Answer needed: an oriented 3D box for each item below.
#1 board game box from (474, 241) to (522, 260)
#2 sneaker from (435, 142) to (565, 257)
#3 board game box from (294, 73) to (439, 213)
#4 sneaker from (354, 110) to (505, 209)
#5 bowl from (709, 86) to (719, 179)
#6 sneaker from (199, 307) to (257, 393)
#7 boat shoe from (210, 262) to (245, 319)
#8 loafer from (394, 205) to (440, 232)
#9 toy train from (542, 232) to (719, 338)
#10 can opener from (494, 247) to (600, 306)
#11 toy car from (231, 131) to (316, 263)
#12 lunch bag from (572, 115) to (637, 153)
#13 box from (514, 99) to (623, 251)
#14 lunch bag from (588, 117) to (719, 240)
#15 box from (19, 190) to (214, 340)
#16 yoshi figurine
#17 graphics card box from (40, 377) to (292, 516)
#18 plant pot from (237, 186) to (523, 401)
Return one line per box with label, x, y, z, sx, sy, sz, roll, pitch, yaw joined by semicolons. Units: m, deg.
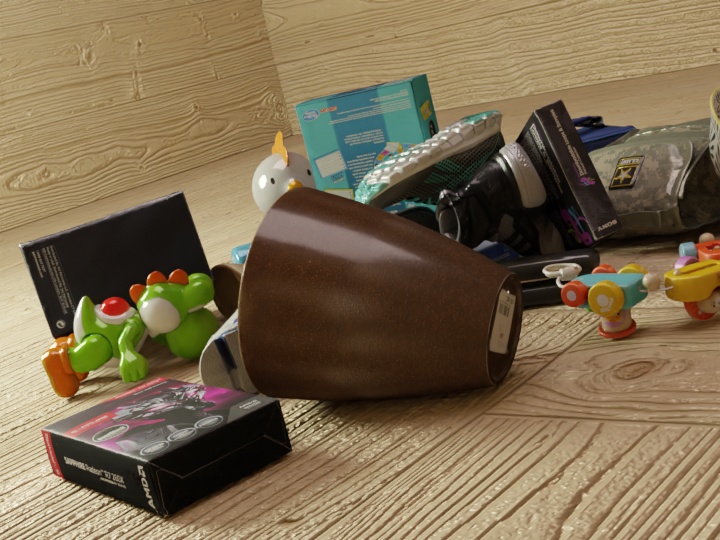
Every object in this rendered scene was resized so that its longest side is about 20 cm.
board game box;0.083;-0.009;1.359;0.199;0.044;0.199;-21;15;-30
sneaker;0.143;-0.045;1.190;0.113;0.200;0.076;-25;51;4
board game box;0.023;-0.109;1.296;0.150;0.201;0.047;-7;15;28
sneaker;0.086;-0.095;1.200;0.200;0.092;0.078;-29;13;-23
bowl;0.450;-0.109;1.214;0.200;0.094;0.201;10;37;-8
sneaker;-0.073;0.057;1.138;0.199;0.081;0.115;-18;14;-11
boat shoe;-0.115;0.025;1.377;0.069;0.074;0.200;-12;14;-34
loafer;0.000;0.000;1.226;0.200;0.072;0.063;-42;17;-13
toy train;0.272;0.015;1.026;0.199;0.056;0.150;-10;11;1
can opener;0.151;0.009;1.176;0.199;0.054;0.067;-8;14;19
toy car;-0.089;-0.087;1.534;0.184;0.201;0.177;-17;12;-14
lunch bag;0.275;-0.126;1.471;0.199;0.133;0.136;-18;13;-17
box;0.211;-0.086;1.196;0.036;0.143;0.200;-24;-6;-2
lunch bag;0.346;-0.100;1.318;0.200;0.118;0.164;-30;17;-38
box;-0.291;0.005;1.391;0.198;0.124;0.200;-21;-4;-11
yoshi figurine;-0.239;0.081;1.255;0.199;0.113;0.112;-27;-29;3
graphics card box;-0.164;0.139;0.934;0.125;0.051;0.200;-22;15;-35
plant pot;0.029;0.032;0.960;0.199;0.188;0.187;8;20;24
